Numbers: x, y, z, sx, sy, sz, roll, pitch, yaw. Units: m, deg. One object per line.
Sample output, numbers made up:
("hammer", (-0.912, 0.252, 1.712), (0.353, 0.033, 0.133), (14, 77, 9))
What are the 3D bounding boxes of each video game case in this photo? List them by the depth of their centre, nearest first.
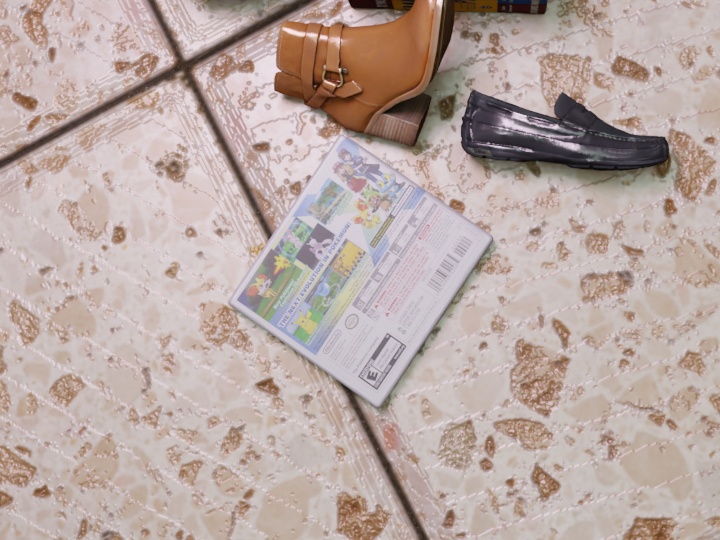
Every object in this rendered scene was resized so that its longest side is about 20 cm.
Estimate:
("video game case", (0.000, 0.000, 1.590), (0.182, 0.022, 0.201), (34, 90, 6))

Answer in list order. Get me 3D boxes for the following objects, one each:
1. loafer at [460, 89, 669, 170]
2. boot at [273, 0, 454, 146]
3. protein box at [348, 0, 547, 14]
("loafer", (0.195, -0.134, 1.558), (0.199, 0.068, 0.071), (7, 96, 9))
("boot", (0.001, -0.213, 1.533), (0.154, 0.200, 0.077), (21, 54, 4))
("protein box", (0.085, -0.359, 1.550), (0.197, 0.135, 0.201), (3, 86, 5))
